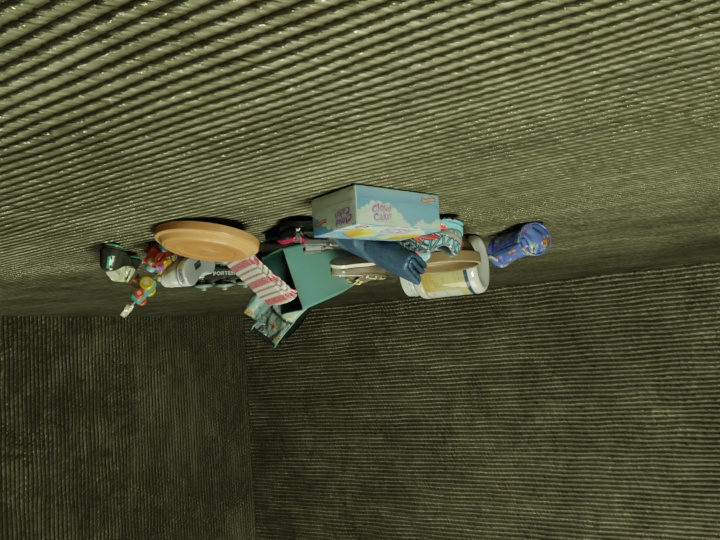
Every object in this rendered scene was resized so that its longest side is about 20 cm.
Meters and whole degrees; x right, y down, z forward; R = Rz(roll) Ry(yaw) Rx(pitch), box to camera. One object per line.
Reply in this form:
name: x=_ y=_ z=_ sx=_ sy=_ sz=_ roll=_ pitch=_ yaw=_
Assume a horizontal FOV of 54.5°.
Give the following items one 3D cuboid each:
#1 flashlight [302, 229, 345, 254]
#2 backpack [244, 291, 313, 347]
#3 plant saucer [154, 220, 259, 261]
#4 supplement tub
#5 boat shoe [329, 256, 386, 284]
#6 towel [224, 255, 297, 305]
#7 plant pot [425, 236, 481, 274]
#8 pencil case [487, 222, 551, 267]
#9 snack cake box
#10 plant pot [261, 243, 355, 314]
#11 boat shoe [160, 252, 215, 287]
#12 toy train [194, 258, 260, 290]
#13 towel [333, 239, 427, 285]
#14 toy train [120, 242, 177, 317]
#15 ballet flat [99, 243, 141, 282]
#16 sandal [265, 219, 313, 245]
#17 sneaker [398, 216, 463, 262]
flashlight: x=-0.023 y=-0.062 z=1.486 sx=0.199 sy=0.068 sz=0.068 roll=0 pitch=137 yaw=-4
backpack: x=-0.190 y=0.069 z=1.788 sx=0.200 sy=0.153 sz=0.176 roll=-40 pitch=-169 yaw=23
plant saucer: x=-0.297 y=-0.051 z=1.351 sx=0.199 sy=0.032 sz=0.200 roll=5 pitch=166 yaw=1
supplement tub: x=0.209 y=-0.006 z=1.749 sx=0.199 sy=0.145 sz=0.144 roll=-7 pitch=173 yaw=25
boat shoe: x=0.000 y=0.000 z=1.498 sx=0.072 sy=0.060 sz=0.200 roll=15 pitch=-166 yaw=29
towel: x=-0.235 y=-0.001 z=1.522 sx=0.030 sy=0.200 sz=0.146 roll=-50 pitch=-166 yaw=-23
plant pot: x=0.168 y=-0.048 z=1.574 sx=0.200 sy=0.093 sz=0.201 roll=-4 pitch=173 yaw=-1
pencil case: x=0.372 y=-0.059 z=1.674 sx=0.087 sy=0.078 sz=0.200 roll=-26 pitch=179 yaw=-17
snack cake box: x=0.029 y=-0.094 z=1.198 sx=0.200 sy=0.067 sz=0.115 roll=1 pitch=173 yaw=-42
plant pot: x=-0.094 y=-0.003 z=1.600 sx=0.199 sy=0.142 sz=0.141 roll=-20 pitch=-178 yaw=-28
boat shoe: x=-0.375 y=-0.004 z=1.485 sx=0.086 sy=0.075 sz=0.202 roll=-11 pitch=-163 yaw=9
toy train: x=-0.341 y=0.004 z=1.777 sx=0.199 sy=0.086 sz=0.114 roll=-4 pitch=-177 yaw=-2
towel: x=0.030 y=-0.044 z=1.350 sx=0.200 sy=0.049 sz=0.112 roll=27 pitch=172 yaw=27
toy train: x=-0.471 y=0.003 z=1.532 sx=0.200 sy=0.056 sz=0.150 roll=-53 pitch=178 yaw=19
ballet flat: x=-0.532 y=-0.012 z=1.533 sx=0.068 sy=0.069 sz=0.200 roll=7 pitch=173 yaw=-1
sandal: x=-0.137 y=-0.069 z=1.400 sx=0.075 sy=0.045 sz=0.200 roll=-1 pitch=173 yaw=-25
sneaker: x=0.113 y=-0.059 z=1.419 sx=0.199 sy=0.096 sz=0.079 roll=-2 pitch=173 yaw=-3
